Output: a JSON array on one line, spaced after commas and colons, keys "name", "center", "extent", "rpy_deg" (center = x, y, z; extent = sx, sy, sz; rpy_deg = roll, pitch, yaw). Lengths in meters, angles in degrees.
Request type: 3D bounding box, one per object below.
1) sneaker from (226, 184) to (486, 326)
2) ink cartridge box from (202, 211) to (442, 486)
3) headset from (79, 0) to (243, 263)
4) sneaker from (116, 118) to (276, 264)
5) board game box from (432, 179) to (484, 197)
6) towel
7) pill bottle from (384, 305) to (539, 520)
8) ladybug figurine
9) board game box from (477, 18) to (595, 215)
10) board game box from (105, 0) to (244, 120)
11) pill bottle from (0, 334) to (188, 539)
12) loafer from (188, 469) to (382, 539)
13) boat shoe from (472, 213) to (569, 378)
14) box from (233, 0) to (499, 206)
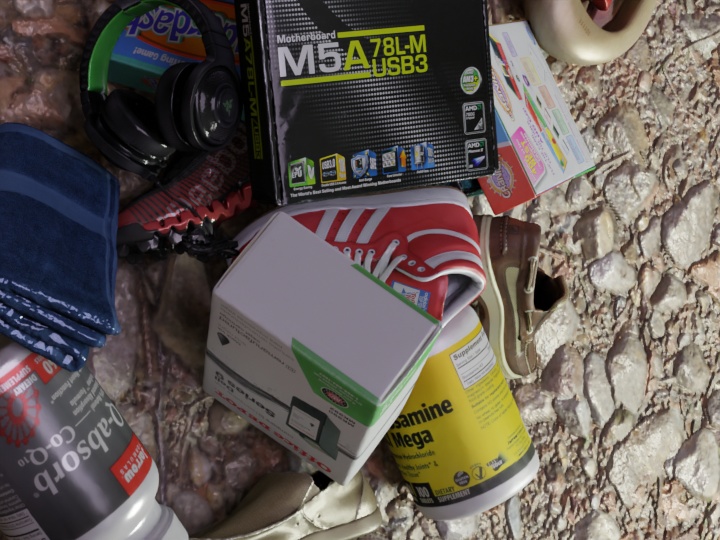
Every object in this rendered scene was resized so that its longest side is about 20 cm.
[{"name": "sneaker", "center": [0.000, 0.000, 1.203], "extent": [0.199, 0.071, 0.113], "rpy_deg": [-12, 48, -6]}, {"name": "ink cartridge box", "center": [-0.035, 0.065, 1.156], "extent": [0.146, 0.200, 0.084], "rpy_deg": [34, 66, 8]}, {"name": "headset", "center": [-0.135, -0.106, 1.137], "extent": [0.094, 0.123, 0.201], "rpy_deg": [9, 65, -60]}, {"name": "sneaker", "center": [-0.120, -0.076, 1.217], "extent": [0.200, 0.071, 0.098], "rpy_deg": [-28, 91, -27]}, {"name": "board game box", "center": [0.064, -0.158, 1.315], "extent": [0.135, 0.028, 0.200], "rpy_deg": [-13, 79, -61]}, {"name": "towel", "center": [-0.221, -0.026, 1.090], "extent": [0.112, 0.049, 0.200], "rpy_deg": [31, 30, -27]}, {"name": "pill bottle", "center": [0.062, 0.097, 1.294], "extent": [0.112, 0.112, 0.200], "rpy_deg": [-30, 101, -32]}, {"name": "ladybug figurine", "center": [0.214, -0.273, 1.454], "extent": [0.136, 0.072, 0.200], "rpy_deg": [49, 59, -23]}, {"name": "board game box", "center": [0.129, -0.137, 1.333], "extent": [0.153, 0.040, 0.200], "rpy_deg": [65, 25, 1]}, {"name": "board game box", "center": [-0.096, -0.221, 1.211], "extent": [0.152, 0.045, 0.200], "rpy_deg": [17, 71, 11]}, {"name": "pill bottle", "center": [-0.215, 0.138, 1.102], "extent": [0.116, 0.116, 0.200], "rpy_deg": [-42, 108, -29]}, {"name": "loafer", "center": [-0.070, 0.194, 1.223], "extent": [0.200, 0.076, 0.068], "rpy_deg": [-10, 90, -44]}, {"name": "boat shoe", "center": [0.140, 0.029, 1.320], "extent": [0.202, 0.075, 0.075], "rpy_deg": [67, 24, -54]}, {"name": "box", "center": [0.006, -0.156, 1.150], "extent": [0.200, 0.047, 0.194], "rpy_deg": [-9, 102, -30]}]
